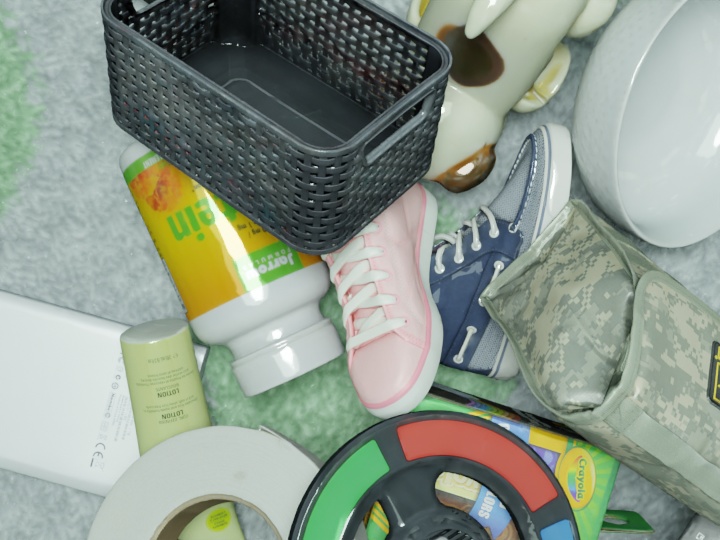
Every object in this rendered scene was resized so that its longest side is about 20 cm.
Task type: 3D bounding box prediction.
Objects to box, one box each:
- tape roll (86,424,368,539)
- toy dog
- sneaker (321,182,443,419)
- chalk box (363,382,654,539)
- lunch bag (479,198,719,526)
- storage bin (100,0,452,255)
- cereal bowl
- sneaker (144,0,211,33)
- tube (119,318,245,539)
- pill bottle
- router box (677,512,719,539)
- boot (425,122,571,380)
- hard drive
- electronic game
[{"bbox_3d":[-0.092,0.205,0.699,0.202,0.037,0.203,-4,73,15],"label":"tape roll"},{"bbox_3d":[0.089,-0.151,0.740,0.139,0.194,0.200,29,124,-7],"label":"toy dog"},{"bbox_3d":[0.000,0.000,0.723,0.075,0.105,0.201,-26,44,35],"label":"sneaker"},{"bbox_3d":[0.109,0.167,0.757,0.200,0.125,0.124,18,89,2],"label":"chalk box"},{"bbox_3d":[0.187,0.067,0.670,0.164,0.200,0.118,36,106,-23],"label":"lunch bag"},{"bbox_3d":[-0.056,-0.120,0.675,0.200,0.094,0.135,34,55,21],"label":"storage bin"},{"bbox_3d":[0.227,-0.123,0.754,0.200,0.083,0.200,-17,122,-28],"label":"cereal bowl"},{"bbox_3d":[-0.176,-0.256,0.803,0.200,0.073,0.082,29,73,-5],"label":"sneaker"},{"bbox_3d":[-0.134,0.137,0.774,0.058,0.052,0.200,0,108,25],"label":"tube"},{"bbox_3d":[-0.089,-0.013,0.768,0.111,0.111,0.200,-25,89,0],"label":"pill bottle"},{"bbox_3d":[0.242,0.238,0.738,0.062,0.150,0.200,34,90,27],"label":"router box"},{"bbox_3d":[0.091,-0.016,0.765,0.090,0.073,0.200,10,105,-6],"label":"boot"},{"bbox_3d":[-0.232,0.097,0.810,0.200,0.025,0.132,15,89,0],"label":"hard drive"},{"bbox_3d":[0.049,0.188,0.651,0.200,0.042,0.201,3,81,-17],"label":"electronic game"}]
